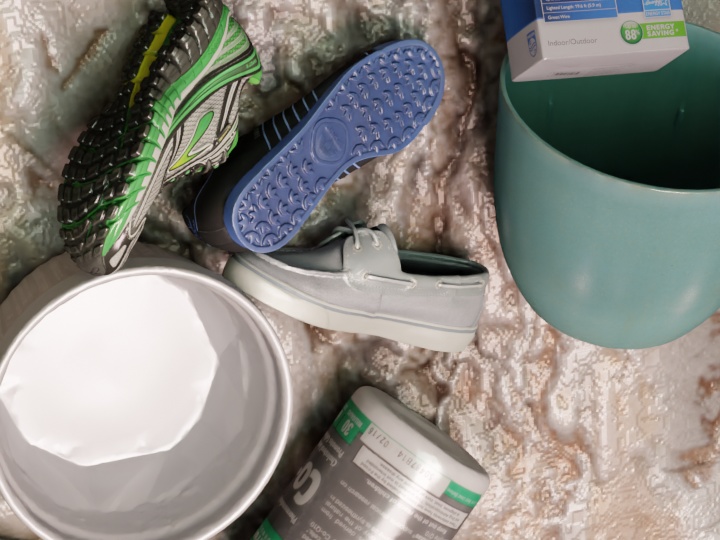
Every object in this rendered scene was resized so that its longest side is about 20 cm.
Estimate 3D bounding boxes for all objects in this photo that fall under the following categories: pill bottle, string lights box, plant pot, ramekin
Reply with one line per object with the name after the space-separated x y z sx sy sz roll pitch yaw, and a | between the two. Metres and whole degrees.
-0.011 0.189 1.614 0.113 0.113 0.200 33 94 -26 | pill bottle
0.136 -0.226 1.507 0.102 0.059 0.201 -6 82 -18 | string lights box
0.177 -0.047 1.559 0.199 0.201 0.162 -6 130 -18 | plant pot
-0.151 0.076 1.528 0.199 0.105 0.201 -6 110 -17 | ramekin

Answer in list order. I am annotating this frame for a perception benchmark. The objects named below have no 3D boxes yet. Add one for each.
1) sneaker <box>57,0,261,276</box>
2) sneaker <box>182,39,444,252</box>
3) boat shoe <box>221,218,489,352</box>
-0.116 -0.078 1.470 0.085 0.078 0.201 43 62 -30 | sneaker
-0.033 -0.084 1.542 0.200 0.078 0.070 -41 116 -27 | sneaker
0.001 0.000 1.573 0.200 0.070 0.072 13 105 -36 | boat shoe
